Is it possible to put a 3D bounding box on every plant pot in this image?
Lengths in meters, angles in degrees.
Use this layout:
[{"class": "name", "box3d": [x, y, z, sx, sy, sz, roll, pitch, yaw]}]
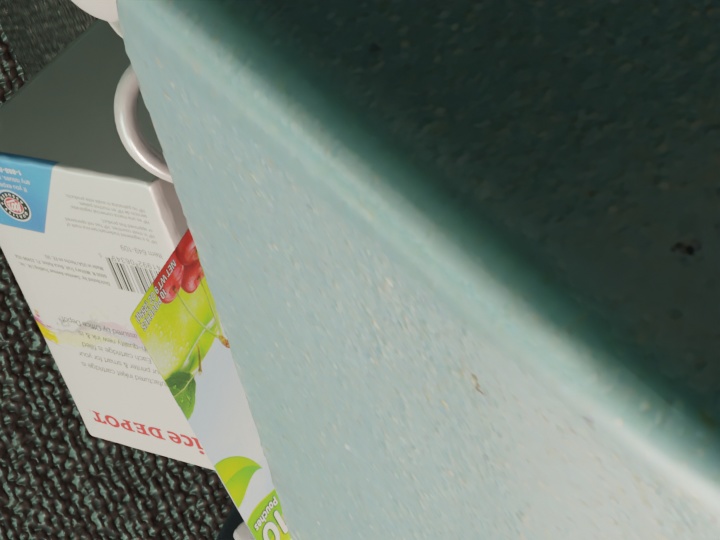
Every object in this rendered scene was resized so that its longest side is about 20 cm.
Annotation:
[{"class": "plant pot", "box3d": [0.105, 0.013, 0.460, 0.200, 0.196, 0.196, 46, 162, 34]}]

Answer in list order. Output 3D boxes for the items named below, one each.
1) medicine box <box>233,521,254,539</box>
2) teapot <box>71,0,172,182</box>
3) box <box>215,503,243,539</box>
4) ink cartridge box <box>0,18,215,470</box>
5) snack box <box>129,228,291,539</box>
[{"class": "medicine box", "box3d": [0.053, 0.204, 1.301, 0.200, 0.103, 0.182, 47, 175, 42]}, {"class": "teapot", "box3d": [-0.090, -0.168, 1.093, 0.200, 0.145, 0.198, 56, 168, 31]}, {"class": "box", "box3d": [-0.012, 0.155, 1.463, 0.200, 0.051, 0.158, -63, -39, -46]}, {"class": "ink cartridge box", "box3d": [-0.085, -0.017, 1.324, 0.146, 0.146, 0.201, 11, 135, 38]}, {"class": "snack box", "box3d": [0.000, 0.000, 0.993, 0.200, 0.053, 0.143, -55, 52, 29]}]
